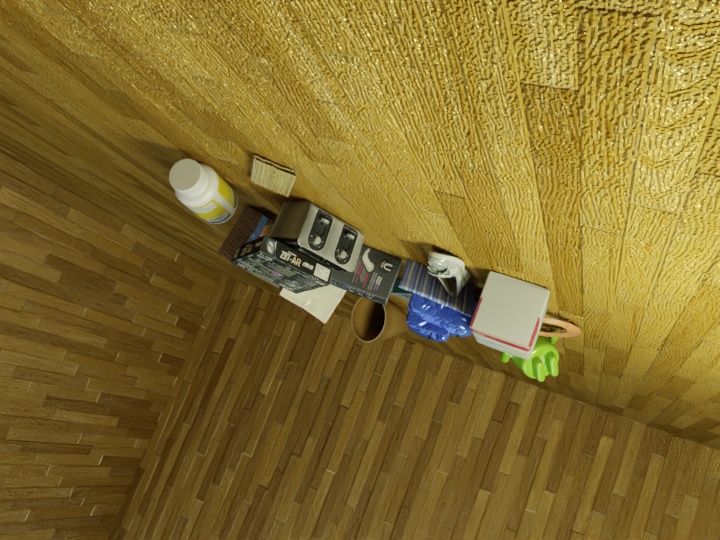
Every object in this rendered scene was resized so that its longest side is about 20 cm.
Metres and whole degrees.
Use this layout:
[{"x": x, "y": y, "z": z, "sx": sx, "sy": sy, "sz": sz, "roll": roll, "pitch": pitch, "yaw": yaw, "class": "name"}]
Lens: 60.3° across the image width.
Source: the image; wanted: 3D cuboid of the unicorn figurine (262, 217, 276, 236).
[{"x": -0.211, "y": -0.082, "z": 1.636, "sx": 0.073, "sy": 0.138, "sz": 0.200, "roll": -2, "pitch": 178, "yaw": 5, "class": "unicorn figurine"}]

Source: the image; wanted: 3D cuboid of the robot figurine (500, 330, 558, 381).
[{"x": 0.495, "y": 0.232, "z": 1.797, "sx": 0.200, "sy": 0.175, "sz": 0.116, "roll": -118, "pitch": 8, "yaw": -60, "class": "robot figurine"}]

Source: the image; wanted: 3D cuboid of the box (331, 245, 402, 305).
[{"x": 0.000, "y": 0.000, "z": 1.705, "sx": 0.199, "sy": 0.123, "sz": 0.106, "roll": 21, "pitch": 169, "yaw": 5, "class": "box"}]

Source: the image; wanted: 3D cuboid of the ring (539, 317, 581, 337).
[{"x": 0.490, "y": 0.146, "z": 1.667, "sx": 0.199, "sy": 0.019, "sz": 0.200, "roll": 11, "pitch": 166, "yaw": 3, "class": "ring"}]

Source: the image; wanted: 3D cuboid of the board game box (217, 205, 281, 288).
[{"x": -0.280, "y": -0.066, "z": 1.801, "sx": 0.097, "sy": 0.160, "sz": 0.200, "roll": 29, "pitch": 177, "yaw": 42, "class": "board game box"}]

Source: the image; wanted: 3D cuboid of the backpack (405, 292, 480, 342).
[{"x": 0.230, "y": 0.113, "z": 1.703, "sx": 0.199, "sy": 0.168, "sz": 0.163, "roll": 19, "pitch": -177, "yaw": 5, "class": "backpack"}]

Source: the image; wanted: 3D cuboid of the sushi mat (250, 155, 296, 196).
[{"x": -0.192, "y": -0.203, "z": 1.349, "sx": 0.095, "sy": 0.012, "sz": 0.200, "roll": 22, "pitch": 171, "yaw": -9, "class": "sushi mat"}]

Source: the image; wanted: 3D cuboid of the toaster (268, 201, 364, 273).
[{"x": -0.114, "y": -0.079, "z": 1.534, "sx": 0.180, "sy": 0.119, "sz": 0.200, "roll": 29, "pitch": 168, "yaw": -33, "class": "toaster"}]

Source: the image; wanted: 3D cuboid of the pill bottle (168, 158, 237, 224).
[{"x": -0.386, "y": -0.196, "z": 1.520, "sx": 0.111, "sy": 0.112, "sz": 0.200, "roll": 19, "pitch": 169, "yaw": 14, "class": "pill bottle"}]

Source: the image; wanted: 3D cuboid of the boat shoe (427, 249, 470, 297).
[{"x": 0.206, "y": 0.006, "z": 1.464, "sx": 0.074, "sy": 0.065, "sz": 0.202, "roll": 17, "pitch": 169, "yaw": 26, "class": "boat shoe"}]

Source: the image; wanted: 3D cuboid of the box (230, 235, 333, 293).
[{"x": -0.191, "y": -0.009, "z": 1.502, "sx": 0.200, "sy": 0.044, "sz": 0.160, "roll": 27, "pitch": 156, "yaw": -29, "class": "box"}]

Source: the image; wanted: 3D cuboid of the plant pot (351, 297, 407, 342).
[{"x": 0.096, "y": 0.199, "z": 2.485, "sx": 0.186, "sy": 0.187, "sz": 0.200, "roll": 12, "pitch": 180, "yaw": 44, "class": "plant pot"}]

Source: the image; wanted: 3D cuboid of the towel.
[{"x": 0.197, "y": 0.045, "z": 1.576, "sx": 0.199, "sy": 0.024, "sz": 0.145, "roll": 22, "pitch": -150, "yaw": 0, "class": "towel"}]

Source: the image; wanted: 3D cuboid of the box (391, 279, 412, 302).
[{"x": 0.168, "y": 0.063, "z": 1.897, "sx": 0.082, "sy": 0.049, "sz": 0.200, "roll": 24, "pitch": 170, "yaw": -20, "class": "box"}]

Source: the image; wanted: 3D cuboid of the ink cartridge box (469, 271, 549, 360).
[{"x": 0.357, "y": 0.112, "z": 1.475, "sx": 0.144, "sy": 0.146, "sz": 0.200, "roll": 18, "pitch": 169, "yaw": 20, "class": "ink cartridge box"}]

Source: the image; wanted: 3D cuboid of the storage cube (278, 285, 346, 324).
[{"x": -0.136, "y": 0.039, "z": 1.913, "sx": 0.171, "sy": 0.200, "sz": 0.180, "roll": 34, "pitch": 179, "yaw": -6, "class": "storage cube"}]
